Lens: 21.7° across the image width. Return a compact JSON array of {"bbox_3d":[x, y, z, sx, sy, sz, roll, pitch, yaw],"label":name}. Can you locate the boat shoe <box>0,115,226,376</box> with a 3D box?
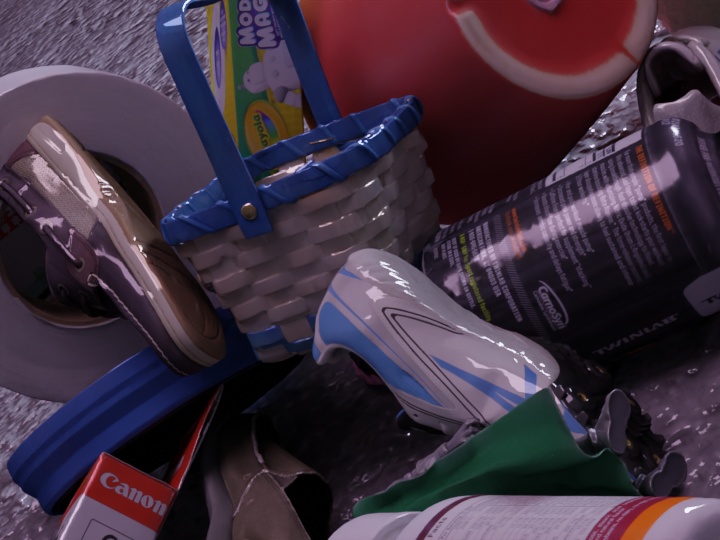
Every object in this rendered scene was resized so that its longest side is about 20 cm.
[{"bbox_3d":[-0.143,-0.005,1.041,0.065,0.072,0.200,-43,58,4],"label":"boat shoe"}]

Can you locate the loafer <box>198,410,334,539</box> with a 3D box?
[{"bbox_3d":[-0.045,0.137,1.020,0.069,0.076,0.200,-18,27,3],"label":"loafer"}]

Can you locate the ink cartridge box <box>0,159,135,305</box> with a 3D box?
[{"bbox_3d":[-0.169,0.002,1.242,0.145,0.201,0.084,-40,21,-11],"label":"ink cartridge box"}]

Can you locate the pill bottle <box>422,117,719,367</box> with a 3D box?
[{"bbox_3d":[0.141,-0.012,0.994,0.199,0.107,0.107,-26,26,19],"label":"pill bottle"}]

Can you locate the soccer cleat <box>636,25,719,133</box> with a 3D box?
[{"bbox_3d":[0.200,-0.116,1.126,0.070,0.087,0.200,-27,26,17],"label":"soccer cleat"}]

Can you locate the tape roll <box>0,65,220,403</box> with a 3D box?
[{"bbox_3d":[-0.179,-0.023,1.150,0.202,0.203,0.071,-40,21,-11],"label":"tape roll"}]

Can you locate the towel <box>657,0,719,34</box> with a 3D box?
[{"bbox_3d":[0.216,-0.223,1.176,0.132,0.200,0.035,-23,53,24],"label":"towel"}]

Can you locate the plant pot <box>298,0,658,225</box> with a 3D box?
[{"bbox_3d":[0.076,-0.145,1.140,0.201,0.200,0.177,-47,7,-24],"label":"plant pot"}]

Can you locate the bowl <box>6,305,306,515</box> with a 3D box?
[{"bbox_3d":[-0.116,0.081,1.124,0.200,0.040,0.201,-33,-9,-6],"label":"bowl"}]

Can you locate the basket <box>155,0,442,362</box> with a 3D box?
[{"bbox_3d":[-0.040,-0.062,1.031,0.138,0.201,0.176,-15,9,22],"label":"basket"}]

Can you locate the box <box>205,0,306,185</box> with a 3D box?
[{"bbox_3d":[-0.068,-0.125,1.185,0.048,0.202,0.117,-6,1,-11],"label":"box"}]

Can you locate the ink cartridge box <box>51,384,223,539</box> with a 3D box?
[{"bbox_3d":[-0.145,0.153,1.030,0.201,0.050,0.109,-66,7,-27],"label":"ink cartridge box"}]

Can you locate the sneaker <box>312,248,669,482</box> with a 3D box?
[{"bbox_3d":[0.065,0.063,0.930,0.072,0.199,0.073,-16,-46,-63],"label":"sneaker"}]

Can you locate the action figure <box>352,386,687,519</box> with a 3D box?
[{"bbox_3d":[0.061,0.114,0.891,0.199,0.118,0.055,-27,22,44],"label":"action figure"}]

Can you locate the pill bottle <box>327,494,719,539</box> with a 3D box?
[{"bbox_3d":[0.074,0.149,0.788,0.199,0.110,0.110,-7,37,46],"label":"pill bottle"}]

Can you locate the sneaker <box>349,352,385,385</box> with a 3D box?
[{"bbox_3d":[0.000,0.000,1.166,0.079,0.096,0.200,-36,26,-5],"label":"sneaker"}]
